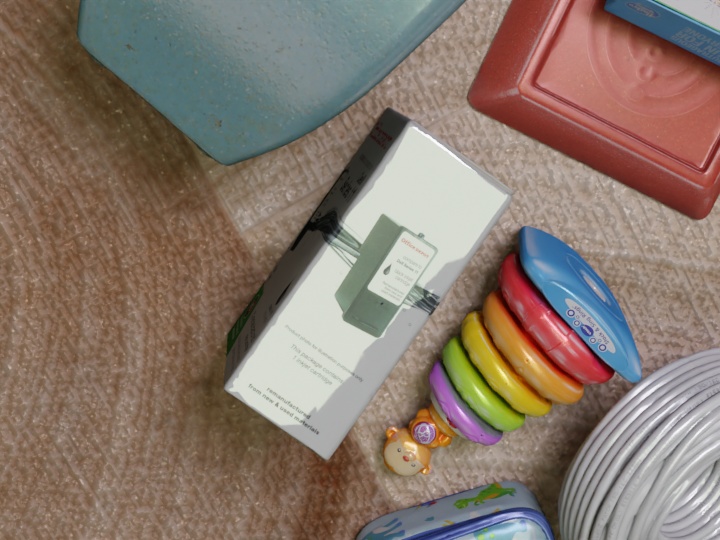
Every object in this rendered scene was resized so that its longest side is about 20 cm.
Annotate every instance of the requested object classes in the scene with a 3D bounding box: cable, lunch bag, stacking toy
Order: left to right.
[{"bbox_3d":[0.080,0.268,0.889,0.159,0.083,0.203,-15,102,1],"label":"lunch bag"},{"bbox_3d":[0.088,0.076,0.849,0.200,0.110,0.116,-42,99,16],"label":"stacking toy"},{"bbox_3d":[0.229,0.147,0.847,0.198,0.069,0.201,-28,132,-12],"label":"cable"}]

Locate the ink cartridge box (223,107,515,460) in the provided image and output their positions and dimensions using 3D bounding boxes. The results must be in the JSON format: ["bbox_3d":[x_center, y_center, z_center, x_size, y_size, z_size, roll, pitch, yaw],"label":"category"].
[{"bbox_3d":[0.000,0.000,0.792,0.083,0.147,0.201,35,95,-10],"label":"ink cartridge box"}]

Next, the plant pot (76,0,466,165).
[{"bbox_3d":[-0.058,-0.181,0.733,0.195,0.197,0.200,39,104,-12],"label":"plant pot"}]

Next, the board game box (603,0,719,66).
[{"bbox_3d":[0.260,-0.232,0.791,0.151,0.040,0.202,23,80,-10],"label":"board game box"}]

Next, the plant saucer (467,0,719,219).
[{"bbox_3d":[0.203,-0.161,0.834,0.198,0.037,0.201,25,98,-9],"label":"plant saucer"}]
